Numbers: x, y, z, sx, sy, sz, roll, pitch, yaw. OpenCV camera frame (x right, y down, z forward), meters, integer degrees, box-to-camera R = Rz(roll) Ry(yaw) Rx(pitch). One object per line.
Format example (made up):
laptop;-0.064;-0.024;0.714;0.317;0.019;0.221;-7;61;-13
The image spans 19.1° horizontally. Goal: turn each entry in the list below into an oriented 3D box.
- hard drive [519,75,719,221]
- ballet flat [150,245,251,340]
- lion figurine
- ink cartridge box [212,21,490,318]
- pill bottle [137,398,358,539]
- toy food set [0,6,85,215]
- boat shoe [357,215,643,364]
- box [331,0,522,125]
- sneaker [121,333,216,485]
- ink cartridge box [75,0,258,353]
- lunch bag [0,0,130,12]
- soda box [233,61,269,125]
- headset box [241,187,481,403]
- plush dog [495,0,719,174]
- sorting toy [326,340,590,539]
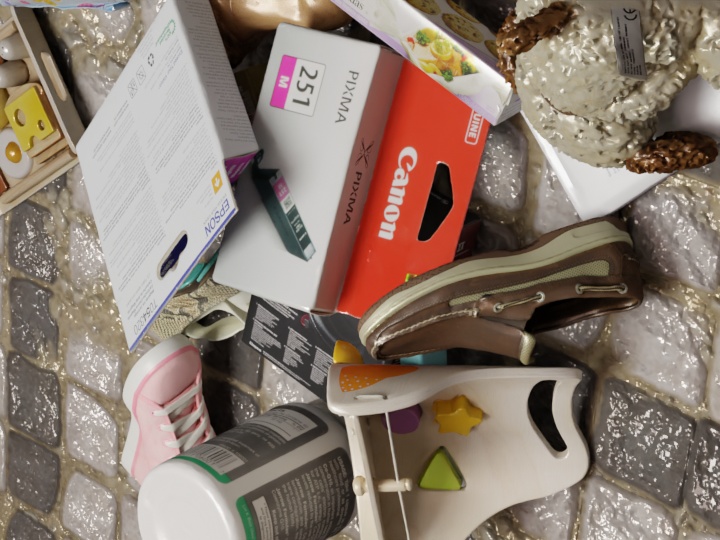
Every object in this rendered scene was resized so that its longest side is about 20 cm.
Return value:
hard drive;0.192;-0.132;1.448;0.200;0.025;0.132;-36;80;45
ballet flat;-0.114;0.015;1.777;0.075;0.068;0.200;46;141;-9
lion figurine;-0.062;-0.210;1.626;0.199;0.072;0.123;5;116;38
ink cartridge box;-0.005;-0.065;1.554;0.173;0.043;0.201;16;93;31
pill bottle;-0.069;0.171;1.688;0.113;0.200;0.114;17;117;38
toy food set;-0.328;-0.135;1.911;0.200;0.060;0.144;-27;87;46
boat shoe;0.100;0.029;1.481;0.075;0.201;0.075;66;-177;-66
box;0.037;-0.179;1.514;0.200;0.041;0.039;40;130;18
sneaker;-0.147;0.141;1.826;0.105;0.075;0.201;43;148;21
ink cartridge box;-0.145;-0.071;1.631;0.196;0.043;0.201;-49;51;44
lunch bag;-0.260;-0.308;1.737;0.169;0.127;0.201;10;119;43
soda box;-0.121;-0.113;1.719;0.199;0.068;0.064;-17;94;46
headset box;0.000;0.000;1.644;0.148;0.075;0.201;33;126;29
plush dog;0.152;-0.134;1.381;0.200;0.160;0.172;44;157;25
sorting toy;0.076;0.119;1.559;0.179;0.107;0.201;-6;135;4
